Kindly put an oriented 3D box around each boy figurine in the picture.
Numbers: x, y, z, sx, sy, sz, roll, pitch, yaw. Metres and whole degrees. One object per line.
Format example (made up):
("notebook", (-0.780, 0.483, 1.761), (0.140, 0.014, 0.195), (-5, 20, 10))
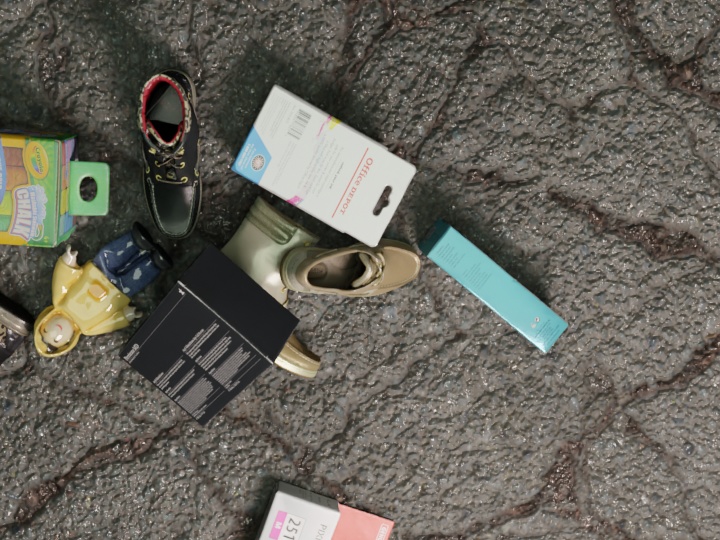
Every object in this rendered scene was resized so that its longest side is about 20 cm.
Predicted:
("boy figurine", (-0.329, 0.026, 1.231), (0.199, 0.064, 0.125), (-39, 110, -1))

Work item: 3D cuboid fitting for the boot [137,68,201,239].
("boot", (-0.225, -0.131, 1.169), (0.072, 0.154, 0.207), (0, 99, -6))

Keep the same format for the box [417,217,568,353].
("box", (0.166, 0.018, 1.272), (0.199, 0.082, 0.049), (39, 95, -10))

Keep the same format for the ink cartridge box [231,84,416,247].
("ink cartridge box", (-0.043, -0.126, 1.225), (0.198, 0.068, 0.116), (29, 96, -4))

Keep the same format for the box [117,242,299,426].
("box", (-0.182, 0.080, 1.189), (0.141, 0.079, 0.200), (39, 137, -9))

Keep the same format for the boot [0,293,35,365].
("boot", (-0.515, 0.072, 1.217), (0.198, 0.073, 0.152), (32, 93, -17))

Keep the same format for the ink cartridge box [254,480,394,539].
("ink cartridge box", (-0.065, 0.402, 1.333), (0.171, 0.044, 0.203), (20, 97, -7))

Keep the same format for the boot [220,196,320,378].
("boot", (-0.095, 0.023, 1.254), (0.199, 0.072, 0.155), (40, 91, -10))

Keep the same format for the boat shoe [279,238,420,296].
("boat shoe", (0.000, 0.000, 1.228), (0.197, 0.065, 0.074), (-2, 99, -34))

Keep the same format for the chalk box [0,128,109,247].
("chalk box", (-0.395, -0.099, 1.173), (0.196, 0.124, 0.127), (3, 100, -6))
